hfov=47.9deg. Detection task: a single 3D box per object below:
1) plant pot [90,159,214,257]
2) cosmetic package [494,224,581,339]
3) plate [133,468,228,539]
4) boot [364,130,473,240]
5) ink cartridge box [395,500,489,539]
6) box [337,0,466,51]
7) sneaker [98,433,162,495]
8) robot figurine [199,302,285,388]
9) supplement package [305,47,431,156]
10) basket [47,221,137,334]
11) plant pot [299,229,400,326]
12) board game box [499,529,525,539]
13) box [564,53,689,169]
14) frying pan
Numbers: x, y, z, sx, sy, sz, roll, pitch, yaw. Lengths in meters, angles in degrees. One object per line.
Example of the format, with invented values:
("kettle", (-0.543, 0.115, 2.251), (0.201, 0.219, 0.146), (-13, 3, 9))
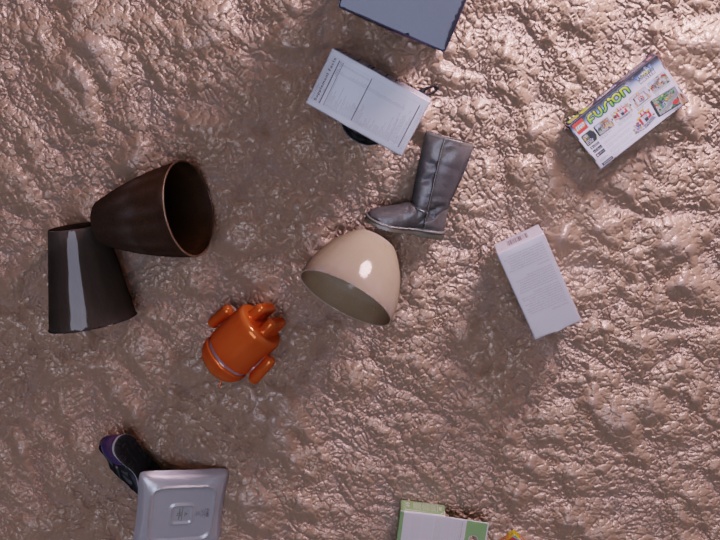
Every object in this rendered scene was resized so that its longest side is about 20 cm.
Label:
("plant pot", (-0.419, -0.106, 1.588), (0.198, 0.187, 0.189), (-8, 108, 18))
("cosmetic package", (0.352, 0.023, 1.618), (0.101, 0.071, 0.201), (-23, 105, 11))
("plate", (-0.403, 0.541, 1.825), (0.198, 0.032, 0.201), (3, 110, -21))
("boot", (0.112, -0.170, 1.573), (0.180, 0.073, 0.202), (7, 116, -13))
("ink cartridge box", (0.180, 0.604, 1.831), (0.198, 0.048, 0.147), (6, 108, 2))
("box", (0.077, -0.477, 1.409), (0.199, 0.199, 0.124), (22, 108, -3))
("sneaker", (-0.515, 0.447, 1.832), (0.087, 0.076, 0.201), (-6, 119, 37))
("robot figurine", (-0.249, 0.150, 1.681), (0.200, 0.117, 0.144), (-43, 116, 14))
("supplement package", (0.017, -0.311, 1.485), (0.199, 0.110, 0.114), (29, 105, -2))
("basket", (-0.560, 0.009, 1.646), (0.179, 0.136, 0.202), (-14, 104, -30))
("plant pot", (0.000, 0.000, 1.591), (0.199, 0.200, 0.135), (31, 71, -6))
("board game box", (0.312, 0.688, 1.862), (0.095, 0.030, 0.200), (43, 108, -9))
("box", (0.499, -0.297, 1.522), (0.200, 0.035, 0.110), (-38, 101, 15))
("frying pan", (0.044, -0.324, 1.548), (0.190, 0.031, 0.115), (-43, 99, 12))
